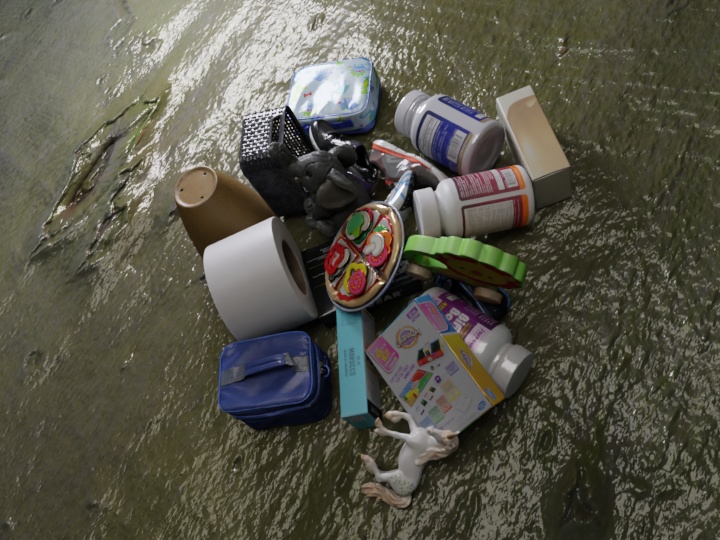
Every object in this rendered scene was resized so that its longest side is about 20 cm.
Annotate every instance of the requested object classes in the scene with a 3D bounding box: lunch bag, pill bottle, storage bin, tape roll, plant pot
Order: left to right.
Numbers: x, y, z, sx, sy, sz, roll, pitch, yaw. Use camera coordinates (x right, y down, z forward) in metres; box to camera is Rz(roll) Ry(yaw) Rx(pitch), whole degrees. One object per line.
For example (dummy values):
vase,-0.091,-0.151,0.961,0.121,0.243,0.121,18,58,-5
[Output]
plant pot,-0.279,-0.113,1.331,0.184,0.200,0.188,-9,61,16
tape roll,-0.178,0.021,1.227,0.138,0.203,0.204,-22,59,6
lunch bag,-0.143,0.190,1.166,0.198,0.132,0.137,-13,62,13
storage bin,-0.154,-0.212,1.335,0.093,0.200,0.137,-8,62,15
lunch bag,-0.060,-0.368,1.452,0.198,0.083,0.163,-4,62,18
pill bottle,0.167,-0.269,1.300,0.199,0.120,0.120,37,80,30
pill bottle,0.177,0.120,1.102,0.199,0.112,0.113,31,77,30
pill bottle,0.198,-0.116,1.193,0.197,0.110,0.111,-11,60,-2

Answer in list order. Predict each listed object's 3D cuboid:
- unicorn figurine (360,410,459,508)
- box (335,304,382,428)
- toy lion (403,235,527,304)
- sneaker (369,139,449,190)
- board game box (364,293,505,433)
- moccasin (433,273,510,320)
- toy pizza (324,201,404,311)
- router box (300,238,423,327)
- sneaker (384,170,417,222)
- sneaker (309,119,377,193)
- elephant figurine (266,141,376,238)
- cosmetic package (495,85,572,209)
unicorn figurine,0.078,0.285,1.056,0.136,0.074,0.202,26,117,24
box,-0.003,0.163,1.162,0.049,0.082,0.202,-12,60,15
toy lion,0.161,-0.013,1.054,0.198,0.192,0.069,18,80,15
sneaker,0.092,-0.187,1.324,0.199,0.077,0.083,32,97,35
board game box,0.113,0.163,1.067,0.201,0.040,0.153,54,129,16
moccasin,0.168,0.019,1.176,0.199,0.081,0.068,37,80,31
toy pizza,-0.002,-0.028,1.159,0.199,0.032,0.202,-27,52,40
router box,0.000,0.000,1.255,0.198,0.051,0.150,-21,59,4
sneaker,0.053,-0.105,1.226,0.072,0.072,0.201,15,64,21
sneaker,-0.026,-0.241,1.349,0.201,0.075,0.088,57,136,17
elephant figurine,-0.057,-0.162,1.223,0.155,0.201,0.141,-37,59,-18
cosmetic package,0.319,-0.227,1.235,0.070,0.105,0.202,-20,61,8
